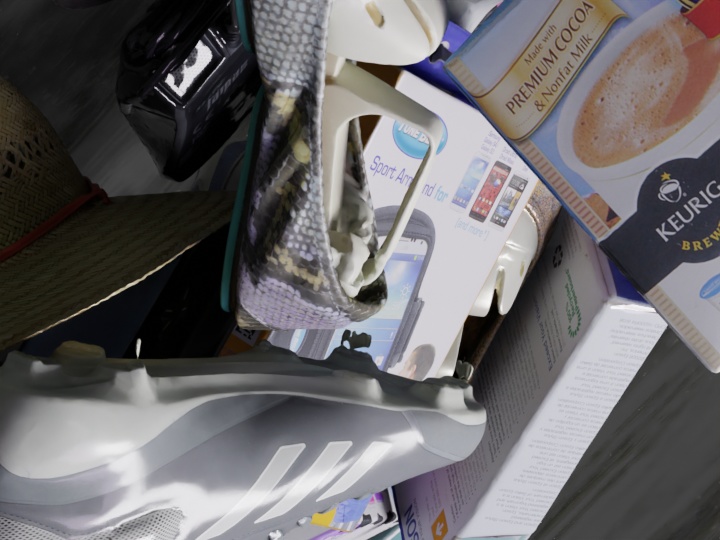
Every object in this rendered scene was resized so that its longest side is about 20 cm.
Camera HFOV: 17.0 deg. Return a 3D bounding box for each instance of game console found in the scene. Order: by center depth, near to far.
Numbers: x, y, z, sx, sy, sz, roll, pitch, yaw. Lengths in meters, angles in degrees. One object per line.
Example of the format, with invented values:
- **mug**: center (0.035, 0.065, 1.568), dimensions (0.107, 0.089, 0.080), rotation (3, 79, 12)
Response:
- **game console**: center (-0.150, 0.032, 0.880), dimensions (0.200, 0.116, 0.177), rotation (-8, -131, 60)

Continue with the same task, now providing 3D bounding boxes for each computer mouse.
- **computer mouse**: center (-0.043, -0.109, 0.876), dimensions (0.141, 0.046, 0.200), rotation (-50, 176, -8)

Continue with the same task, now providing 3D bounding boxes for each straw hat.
- **straw hat**: center (-0.137, -0.024, 0.830), dimensions (0.200, 0.086, 0.201), rotation (-24, -171, 4)

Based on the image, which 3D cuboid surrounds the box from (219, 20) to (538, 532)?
- **box**: center (0.000, 0.000, 0.927), dimensions (0.119, 0.041, 0.201), rotation (20, 101, -55)

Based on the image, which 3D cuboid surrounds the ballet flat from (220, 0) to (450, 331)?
- **ballet flat**: center (-0.006, -0.065, 0.754), dimensions (0.072, 0.072, 0.202), rotation (-25, 134, -34)

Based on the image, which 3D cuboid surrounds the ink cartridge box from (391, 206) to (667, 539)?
- **ink cartridge box**: center (0.066, 0.017, 1.120), dimensions (0.043, 0.197, 0.201), rotation (11, 131, -21)

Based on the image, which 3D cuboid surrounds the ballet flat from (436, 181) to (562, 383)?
- **ballet flat**: center (0.042, 0.011, 1.038), dimensions (0.068, 0.067, 0.201), rotation (-85, -169, -52)

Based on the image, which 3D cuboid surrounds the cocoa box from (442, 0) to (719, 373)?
- **cocoa box**: center (0.149, -0.093, 0.747), dimensions (0.200, 0.131, 0.133), rotation (-42, -179, 26)

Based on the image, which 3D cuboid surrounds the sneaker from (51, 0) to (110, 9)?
- **sneaker**: center (-0.048, -0.171, 0.766), dimensions (0.200, 0.075, 0.106), rotation (-42, 170, -1)

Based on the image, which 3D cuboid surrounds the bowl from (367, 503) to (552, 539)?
- **bowl**: center (0.006, 0.130, 1.327), dimensions (0.200, 0.105, 0.201), rotation (-33, 156, -17)

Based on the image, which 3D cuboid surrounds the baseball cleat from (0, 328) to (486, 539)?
- **baseball cleat**: center (-0.046, 0.074, 0.796), dimensions (0.199, 0.070, 0.107), rotation (5, 99, -36)

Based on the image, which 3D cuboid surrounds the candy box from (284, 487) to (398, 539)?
- **candy box**: center (-0.076, 0.120, 1.111), dimensions (0.167, 0.072, 0.200), rotation (-27, 172, 7)

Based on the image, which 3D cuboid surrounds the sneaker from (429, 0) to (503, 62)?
- **sneaker**: center (0.047, -0.131, 0.988), dimensions (0.200, 0.081, 0.086), rotation (-42, 171, 22)

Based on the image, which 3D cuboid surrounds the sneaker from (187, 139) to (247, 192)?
- **sneaker**: center (-0.077, 0.037, 0.980), dimensions (0.201, 0.088, 0.075), rotation (-54, 132, -7)
